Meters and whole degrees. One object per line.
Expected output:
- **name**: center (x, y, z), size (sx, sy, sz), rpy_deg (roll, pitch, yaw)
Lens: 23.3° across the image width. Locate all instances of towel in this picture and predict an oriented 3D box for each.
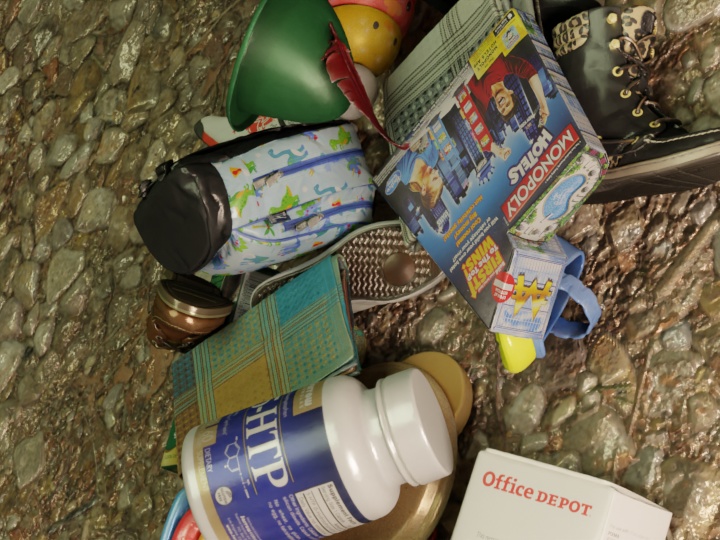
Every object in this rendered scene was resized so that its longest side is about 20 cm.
- **towel**: center (-0.085, 0.083, 1.520), size (0.199, 0.022, 0.147), rpy_deg (-34, 37, 20)
- **towel**: center (0.087, -0.141, 1.484), size (0.200, 0.034, 0.194), rpy_deg (-39, 43, 38)

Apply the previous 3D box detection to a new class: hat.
- **hat**: center (-0.008, -0.162, 1.519), size (0.175, 0.166, 0.201), rpy_deg (23, 57, 9)

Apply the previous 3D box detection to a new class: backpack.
- **backpack**: center (-0.082, -0.067, 1.586), size (0.199, 0.154, 0.163), rpy_deg (-35, 1, -30)

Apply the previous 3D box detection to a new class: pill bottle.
- **pill bottle**: center (-0.032, 0.153, 1.407), size (0.199, 0.120, 0.120), rpy_deg (-21, 54, 13)

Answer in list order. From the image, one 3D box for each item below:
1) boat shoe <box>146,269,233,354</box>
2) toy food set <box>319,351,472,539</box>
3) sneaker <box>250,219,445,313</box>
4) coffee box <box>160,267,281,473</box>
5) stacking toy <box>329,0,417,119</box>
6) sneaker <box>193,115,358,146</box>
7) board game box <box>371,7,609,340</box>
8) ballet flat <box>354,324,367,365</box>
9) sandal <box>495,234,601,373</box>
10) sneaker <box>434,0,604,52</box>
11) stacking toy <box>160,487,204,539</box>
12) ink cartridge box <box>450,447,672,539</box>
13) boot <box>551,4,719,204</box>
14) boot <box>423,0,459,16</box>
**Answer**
- **boat shoe**: center (-0.162, 0.046, 1.623), size (0.200, 0.071, 0.069), rpy_deg (-127, 58, -84)
- **toy food set**: center (0.013, 0.171, 1.501), size (0.197, 0.048, 0.202), rpy_deg (-20, 58, 40)
- **sneaker**: center (0.000, 0.000, 1.587), size (0.198, 0.085, 0.073), rpy_deg (-17, 90, 18)
- **coffee box**: center (-0.134, 0.096, 1.665), size (0.123, 0.044, 0.202), rpy_deg (163, 124, -69)
- **stacking toy**: center (-0.002, -0.225, 1.631), size (0.145, 0.146, 0.202), rpy_deg (-24, 52, 37)
- **sneaker**: center (-0.081, -0.143, 1.744), size (0.201, 0.067, 0.108), rpy_deg (33, 95, 46)
- **board game box**: center (0.115, -0.059, 1.346), size (0.200, 0.061, 0.201), rpy_deg (-49, 48, 33)
- **ballet flat**: center (-0.079, 0.111, 1.561), size (0.199, 0.071, 0.071), rpy_deg (-36, 43, -5)
- **sandal**: center (0.145, -0.003, 1.440), size (0.086, 0.080, 0.201), rpy_deg (-10, 50, 4)
- **sneaker**: center (0.137, -0.178, 1.532), size (0.199, 0.073, 0.113), rpy_deg (-14, 64, 51)
- **stacking toy**: center (-0.085, 0.256, 1.489), size (0.199, 0.115, 0.111), rpy_deg (8, 78, 59)
- **ink cartridge box**: center (0.133, 0.250, 1.307), size (0.146, 0.082, 0.202), rpy_deg (10, 79, 49)
- **boot**: center (0.224, -0.137, 1.395), size (0.199, 0.073, 0.152), rpy_deg (-11, 75, 51)
- **boot**: center (0.100, -0.281, 1.525), size (0.162, 0.197, 0.074), rpy_deg (-11, 63, 51)
